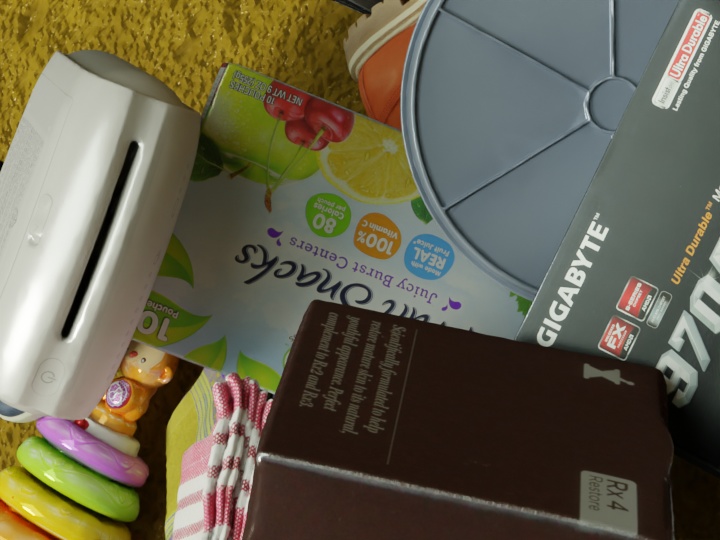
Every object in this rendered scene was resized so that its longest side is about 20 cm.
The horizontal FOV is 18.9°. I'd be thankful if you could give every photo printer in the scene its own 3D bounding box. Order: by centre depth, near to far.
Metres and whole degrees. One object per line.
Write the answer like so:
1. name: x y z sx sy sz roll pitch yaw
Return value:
1. photo printer: -0.137 -0.021 1.033 0.200 0.069 0.167 -147 78 -74

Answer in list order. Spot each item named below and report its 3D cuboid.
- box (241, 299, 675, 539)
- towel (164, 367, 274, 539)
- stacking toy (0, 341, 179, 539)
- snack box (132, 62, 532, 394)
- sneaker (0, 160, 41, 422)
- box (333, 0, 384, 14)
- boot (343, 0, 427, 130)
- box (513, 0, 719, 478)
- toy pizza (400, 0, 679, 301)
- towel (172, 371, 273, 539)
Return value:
1. box: 0.030 0.146 0.910 0.164 0.166 0.201 12 111 3
2. towel: -0.076 0.115 1.117 0.144 0.023 0.200 -54 24 40
3. stacking toy: -0.158 0.120 1.210 0.116 0.110 0.200 28 88 41
4. snack box: 0.000 0.000 1.056 0.053 0.199 0.143 -139 70 -80
5. sneaker: -0.175 -0.013 1.172 0.075 0.084 0.201 32 103 43
6. box: -0.072 -0.202 1.184 0.200 0.158 0.048 29 96 39
7. boot: 0.072 -0.111 1.089 0.200 0.075 0.108 -39 57 48
8. box: 0.179 -0.012 0.967 0.159 0.046 0.200 28 96 15
9. toy pizza: 0.118 -0.079 1.020 0.199 0.032 0.201 0 96 0
10. towel: -0.083 0.159 0.973 0.146 0.030 0.201 124 160 -65
